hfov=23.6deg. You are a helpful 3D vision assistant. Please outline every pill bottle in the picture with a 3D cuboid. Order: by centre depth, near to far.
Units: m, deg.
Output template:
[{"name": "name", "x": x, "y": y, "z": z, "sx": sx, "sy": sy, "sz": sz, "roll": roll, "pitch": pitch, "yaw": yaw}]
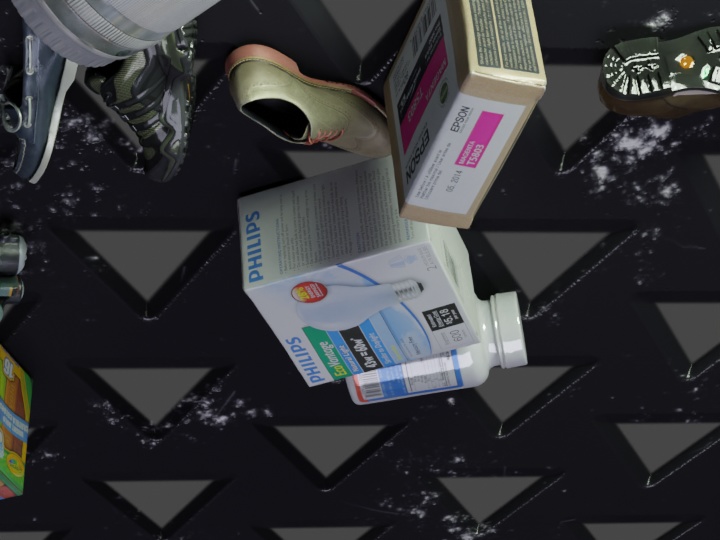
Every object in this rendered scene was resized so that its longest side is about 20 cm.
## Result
[{"name": "pill bottle", "x": 0.081, "y": 0.080, "z": 1.913, "sx": 0.198, "sy": 0.113, "sz": 0.113, "roll": -9, "pitch": 143, "yaw": 6}]

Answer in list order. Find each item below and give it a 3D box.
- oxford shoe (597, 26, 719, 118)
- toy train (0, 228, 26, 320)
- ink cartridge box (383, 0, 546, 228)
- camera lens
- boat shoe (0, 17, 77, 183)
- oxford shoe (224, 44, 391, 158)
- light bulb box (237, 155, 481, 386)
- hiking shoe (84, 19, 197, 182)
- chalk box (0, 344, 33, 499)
[{"name": "oxford shoe", "x": 0.322, "y": -0.183, "z": 1.643, "sx": 0.198, "sy": 0.073, "sz": 0.085, "roll": -1, "pitch": 159, "yaw": -2}, {"name": "toy train", "x": -0.440, "y": 0.000, "z": 1.772, "sx": 0.198, "sy": 0.086, "sz": 0.114, "roll": 3, "pitch": 134, "yaw": -23}, {"name": "ink cartridge box", "x": 0.089, "y": -0.165, "z": 1.550, "sx": 0.074, "sy": 0.166, "sz": 0.200, "roll": 8, "pitch": 141, "yaw": -16}, {"name": "camera lens", "x": -0.173, "y": -0.273, "z": 1.385, "sx": 0.199, "sy": 0.161, "sz": 0.160, "roll": -29, "pitch": 137, "yaw": 28}, {"name": "boat shoe", "x": -0.302, "y": -0.161, "z": 1.589, "sx": 0.061, "sy": 0.075, "sz": 0.201, "roll": 7, "pitch": 140, "yaw": -18}, {"name": "oxford shoe", "x": -0.044, "y": -0.140, "z": 1.642, "sx": 0.199, "sy": 0.075, "sz": 0.070, "roll": 21, "pitch": 136, "yaw": -30}, {"name": "light bulb box", "x": 0.000, "y": 0.000, "z": 1.789, "sx": 0.198, "sy": 0.126, "sz": 0.199, "roll": -16, "pitch": 142, "yaw": 13}, {"name": "hiking shoe", "x": -0.204, "y": -0.169, "z": 1.604, "sx": 0.100, "sy": 0.076, "sz": 0.201, "roll": 7, "pitch": 133, "yaw": -1}, {"name": "chalk box", "x": -0.452, "y": 0.186, "z": 1.922, "sx": 0.123, "sy": 0.201, "sz": 0.125, "roll": -14, "pitch": 142, "yaw": 12}]
